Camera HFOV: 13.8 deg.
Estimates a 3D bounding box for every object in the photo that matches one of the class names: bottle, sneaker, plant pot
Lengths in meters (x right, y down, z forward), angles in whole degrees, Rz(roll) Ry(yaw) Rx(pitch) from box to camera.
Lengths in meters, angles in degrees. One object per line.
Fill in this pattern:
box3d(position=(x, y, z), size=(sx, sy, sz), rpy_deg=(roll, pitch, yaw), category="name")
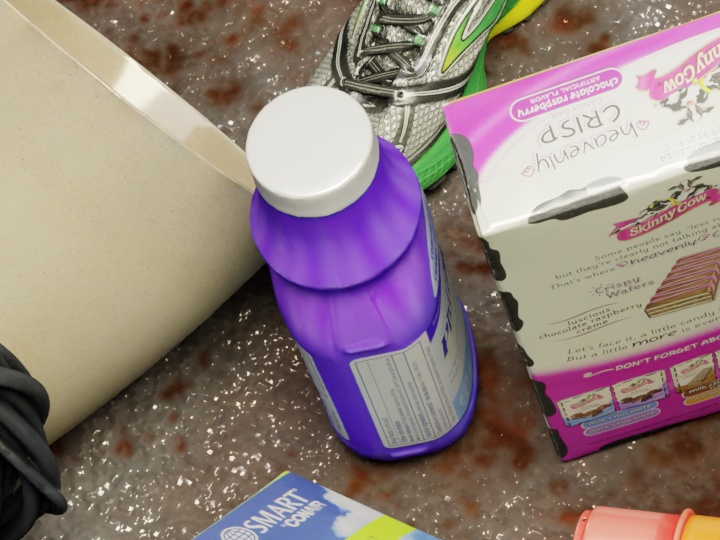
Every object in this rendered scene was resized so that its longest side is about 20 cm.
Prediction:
box3d(position=(0.000, 0.000, 1.137), size=(0.065, 0.200, 0.084), rpy_deg=(-11, 60, 6), category="bottle")
box3d(position=(0.024, -0.113, 1.256), size=(0.078, 0.085, 0.200), rpy_deg=(22, 70, 23), category="sneaker")
box3d(position=(-0.155, -0.001, 1.199), size=(0.187, 0.187, 0.200), rpy_deg=(41, 94, 27), category="plant pot")

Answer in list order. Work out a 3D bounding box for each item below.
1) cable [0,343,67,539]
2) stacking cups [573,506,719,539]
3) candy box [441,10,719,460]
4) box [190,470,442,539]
box3d(position=(-0.207, 0.062, 1.121), size=(0.200, 0.163, 0.051), rpy_deg=(24, 29, -6), category="cable")
box3d(position=(0.178, 0.124, 1.114), size=(0.199, 0.061, 0.061), rpy_deg=(3, 64, 17), category="stacking cups")
box3d(position=(0.117, -0.012, 1.116), size=(0.136, 0.200, 0.061), rpy_deg=(-18, 61, 3), category="candy box")
box3d(position=(0.005, 0.141, 1.114), size=(0.200, 0.048, 0.122), rpy_deg=(21, 27, 22), category="box")
